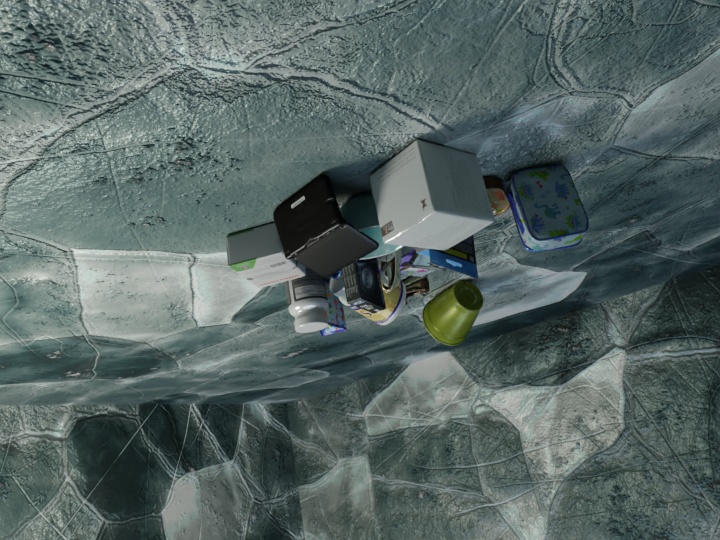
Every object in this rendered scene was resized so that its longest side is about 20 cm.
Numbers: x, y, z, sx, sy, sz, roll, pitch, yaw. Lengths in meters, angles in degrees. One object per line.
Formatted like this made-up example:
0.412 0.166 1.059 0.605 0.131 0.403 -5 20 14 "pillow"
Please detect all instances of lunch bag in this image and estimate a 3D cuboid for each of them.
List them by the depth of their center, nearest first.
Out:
0.441 -0.149 1.514 0.157 0.204 0.083 -11 155 -5 "lunch bag"
-0.121 0.108 1.992 0.092 0.154 0.200 -14 161 10 "lunch bag"

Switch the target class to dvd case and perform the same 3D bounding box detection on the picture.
0.229 -0.085 1.716 0.144 0.022 0.202 5 128 -41 "dvd case"

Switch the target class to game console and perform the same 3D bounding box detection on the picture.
-0.081 -0.095 1.429 0.198 0.180 0.115 -28 166 40 "game console"

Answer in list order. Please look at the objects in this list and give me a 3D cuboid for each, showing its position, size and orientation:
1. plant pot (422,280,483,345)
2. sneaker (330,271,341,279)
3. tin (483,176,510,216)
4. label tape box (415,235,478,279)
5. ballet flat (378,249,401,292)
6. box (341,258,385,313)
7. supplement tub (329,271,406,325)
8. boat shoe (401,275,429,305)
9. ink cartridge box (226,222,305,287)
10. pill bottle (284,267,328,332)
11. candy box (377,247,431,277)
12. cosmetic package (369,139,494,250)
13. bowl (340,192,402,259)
0.359 0.142 2.358 0.196 0.204 0.194 -2 147 -26 "plant pot"
-0.089 -0.033 1.689 0.073 0.084 0.199 18 174 28 "sneaker"
0.316 -0.182 1.604 0.110 0.043 0.200 -14 162 19 "tin"
0.207 -0.067 1.552 0.141 0.204 0.063 17 143 -21 "label tape box"
0.078 -0.025 1.721 0.066 0.062 0.204 17 133 31 "ballet flat"
0.000 0.000 1.679 0.043 0.205 0.160 -18 159 22 "box"
0.022 0.055 1.860 0.198 0.148 0.144 30 142 -26 "supplement tub"
0.126 0.075 2.008 0.199 0.076 0.074 -24 161 17 "boat shoe"
-0.238 -0.035 1.618 0.143 0.086 0.200 -14 162 8 "ink cartridge box"
-0.151 0.062 1.764 0.113 0.205 0.116 -9 162 -3 "pill bottle"
0.164 -0.051 1.831 0.197 0.073 0.166 8 153 -42 "candy box"
0.154 -0.156 1.376 0.197 0.169 0.164 5 155 -41 "cosmetic package"
0.019 -0.113 1.517 0.196 0.107 0.201 -11 161 -4 "bowl"
